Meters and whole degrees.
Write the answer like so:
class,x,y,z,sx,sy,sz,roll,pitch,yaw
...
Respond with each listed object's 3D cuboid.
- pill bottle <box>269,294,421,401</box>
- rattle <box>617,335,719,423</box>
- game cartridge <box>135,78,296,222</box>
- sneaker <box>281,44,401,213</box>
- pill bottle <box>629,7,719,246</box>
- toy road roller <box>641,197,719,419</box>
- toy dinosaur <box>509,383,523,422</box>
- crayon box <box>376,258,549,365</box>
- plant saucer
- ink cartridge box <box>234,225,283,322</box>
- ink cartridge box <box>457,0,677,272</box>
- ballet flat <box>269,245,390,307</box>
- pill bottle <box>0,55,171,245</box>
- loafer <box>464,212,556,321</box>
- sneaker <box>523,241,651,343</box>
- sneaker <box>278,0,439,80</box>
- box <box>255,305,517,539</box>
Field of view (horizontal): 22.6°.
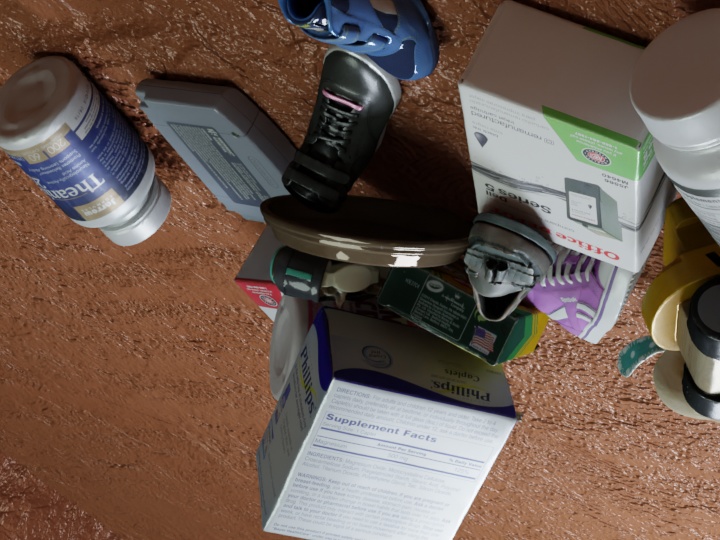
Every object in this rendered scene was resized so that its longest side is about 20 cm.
class,x,y,z,sx,sy,sz,roll,pitch,yaw
pill bottle,0.018,0.082,1.752,0.198,0.115,0.113,8,163,-15
rattle,0.284,0.041,1.552,0.143,0.130,0.200,54,175,-29
game cartridge,-0.119,-0.112,1.745,0.132,0.042,0.200,7,150,36
sneaker,-0.020,-0.114,1.530,0.070,0.100,0.200,27,158,7
pill bottle,0.270,-0.079,1.230,0.113,0.115,0.200,5,149,45
toy road roller,0.311,0.006,1.374,0.198,0.147,0.123,-17,147,-4
toy dinosaur,0.116,0.142,1.996,0.100,0.059,0.200,12,153,38
crayon box,0.104,0.031,1.677,0.126,0.051,0.200,28,-171,14
plant saucer,0.007,-0.036,1.608,0.198,0.030,0.200,7,-168,-1
ink cartridge box,-0.013,0.043,1.888,0.143,0.084,0.200,5,146,45
ink cartridge box,0.162,-0.097,1.362,0.144,0.085,0.200,22,159,18
ballet flat,0.000,0.000,1.665,0.073,0.074,0.199,12,-169,36
pill bottle,-0.279,-0.115,1.831,0.110,0.112,0.200,10,152,39
loafer,0.119,0.003,1.476,0.071,0.063,0.200,22,174,10
sneaker,0.183,0.001,1.580,0.114,0.073,0.201,30,159,4
sneaker,-0.015,-0.199,1.356,0.073,0.083,0.200,4,150,44
box,0.019,0.155,1.668,0.182,0.105,0.201,13,125,-18
